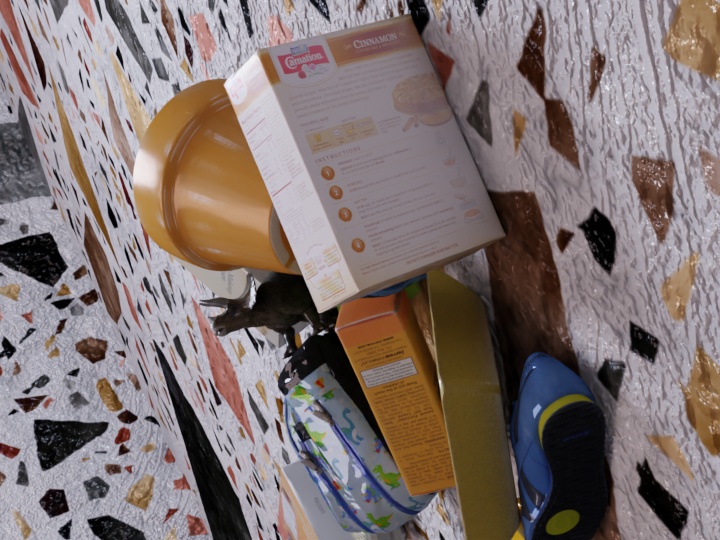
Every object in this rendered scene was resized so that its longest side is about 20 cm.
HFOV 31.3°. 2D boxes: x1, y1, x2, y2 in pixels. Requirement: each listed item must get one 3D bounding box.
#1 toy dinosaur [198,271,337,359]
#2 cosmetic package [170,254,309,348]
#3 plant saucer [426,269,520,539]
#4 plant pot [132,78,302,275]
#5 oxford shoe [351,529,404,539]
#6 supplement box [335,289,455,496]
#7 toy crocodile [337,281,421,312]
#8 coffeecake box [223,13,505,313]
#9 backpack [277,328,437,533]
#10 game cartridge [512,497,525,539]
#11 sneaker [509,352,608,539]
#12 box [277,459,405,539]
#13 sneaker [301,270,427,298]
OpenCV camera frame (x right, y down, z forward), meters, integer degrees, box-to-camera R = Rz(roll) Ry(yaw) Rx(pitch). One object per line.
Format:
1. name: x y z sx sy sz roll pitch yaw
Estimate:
1. toy dinosaur: -0.072 0.032 1.397 0.077 0.200 0.102 -42 81 38
2. cosmetic package: -0.143 -0.010 1.573 0.200 0.073 0.104 39 149 23
3. plant saucer: 0.097 0.122 1.091 0.200 0.048 0.200 -92 -8 -61
4. plant pot: -0.100 -0.081 1.319 0.183 0.200 0.201 23 134 43
5. oxford shoe: 0.009 0.266 1.578 0.075 0.058 0.200 112 147 -54
6. supplement box: 0.043 0.116 1.227 0.067 0.069 0.200 -77 -35 -64
7. toy crocodile: 0.009 0.025 1.317 0.068 0.062 0.200 67 166 4
8. coffeecake box: 0.004 -0.088 1.026 0.073 0.153 0.200 -29 82 57
9. backpack: 0.002 0.179 1.365 0.200 0.154 0.163 41 -173 17
10. game cartridge: 0.189 0.334 1.192 0.176 0.032 0.200 47 154 47
11. sneaker: 0.154 0.152 1.036 0.078 0.066 0.200 -121 20 -49
12. box: -0.030 0.342 1.685 0.152 0.106 0.200 58 159 28
13. sneaker: 0.000 0.000 1.117 0.071 0.083 0.200 66 -158 8
